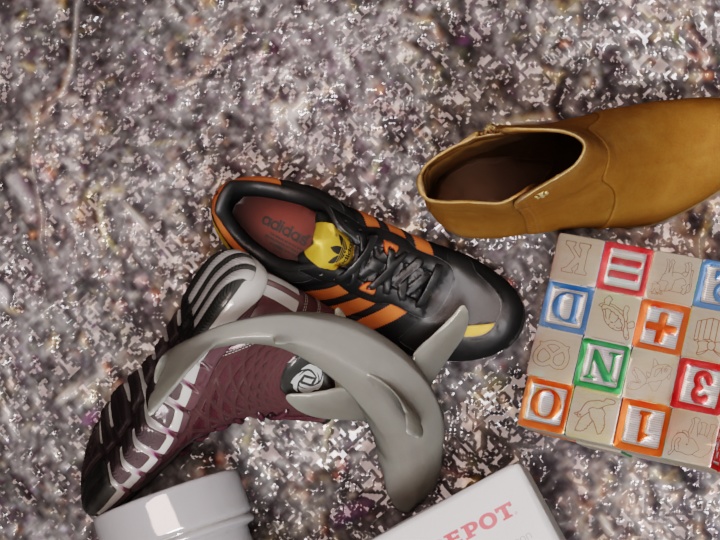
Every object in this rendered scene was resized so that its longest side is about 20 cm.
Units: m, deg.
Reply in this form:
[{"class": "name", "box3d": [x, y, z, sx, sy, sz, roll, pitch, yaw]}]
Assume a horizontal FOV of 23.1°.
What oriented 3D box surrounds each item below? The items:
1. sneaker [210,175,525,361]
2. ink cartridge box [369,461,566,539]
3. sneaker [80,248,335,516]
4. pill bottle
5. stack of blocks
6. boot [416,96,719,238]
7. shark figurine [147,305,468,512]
[{"class": "sneaker", "box3d": [0.000, 0.000, 1.039, 0.200, 0.090, 0.070, 24, 88, 10]}, {"class": "ink cartridge box", "box3d": [0.074, 0.227, 0.992, 0.145, 0.083, 0.200, -29, 79, 4]}, {"class": "sneaker", "box3d": [-0.080, 0.087, 1.053, 0.115, 0.076, 0.200, 23, 119, -26]}, {"class": "pill bottle", "box3d": [-0.080, 0.223, 1.014, 0.119, 0.120, 0.201, -20, 82, 6]}, {"class": "stack of blocks", "box3d": [0.201, 0.056, 0.997, 0.199, 0.059, 0.116, 10, 83, 22]}, {"class": "boot", "box3d": [0.134, -0.060, 0.997, 0.201, 0.144, 0.071, -16, 83, 6]}, {"class": "shark figurine", "box3d": [-0.007, 0.066, 0.976, 0.214, 0.090, 0.128, 28, 108, -32]}]
